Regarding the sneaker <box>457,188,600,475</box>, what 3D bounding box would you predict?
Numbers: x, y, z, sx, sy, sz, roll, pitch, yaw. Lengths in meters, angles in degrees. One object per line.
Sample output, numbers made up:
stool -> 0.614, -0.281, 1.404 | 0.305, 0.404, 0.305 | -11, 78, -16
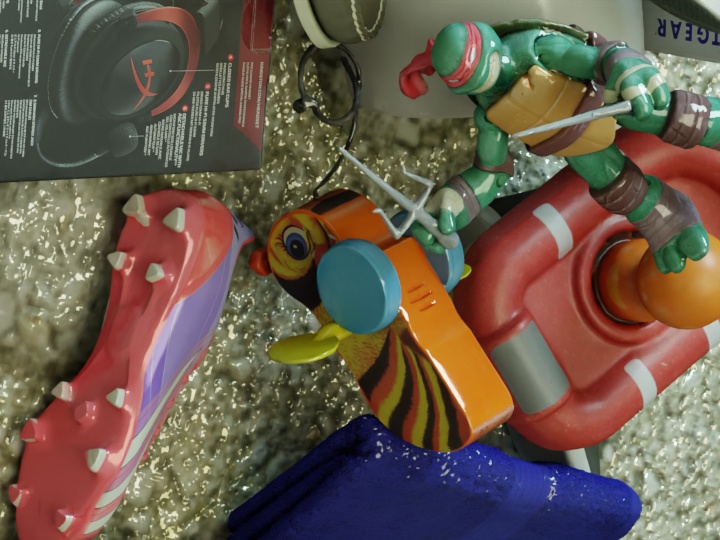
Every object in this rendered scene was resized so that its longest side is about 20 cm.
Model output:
sneaker -> 0.126, 0.040, 1.463 | 0.099, 0.071, 0.201 | -25, 109, -23

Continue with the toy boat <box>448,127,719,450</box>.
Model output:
toy boat -> 0.151, 0.003, 1.366 | 0.200, 0.131, 0.131 | -38, 107, -21

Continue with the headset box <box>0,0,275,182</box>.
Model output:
headset box -> -0.124, -0.123, 1.245 | 0.199, 0.075, 0.150 | -6, 106, -38

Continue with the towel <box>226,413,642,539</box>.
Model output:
towel -> 0.035, 0.135, 1.397 | 0.199, 0.050, 0.148 | 17, 133, -38

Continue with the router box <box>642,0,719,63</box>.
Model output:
router box -> 0.163, -0.206, 1.360 | 0.049, 0.200, 0.181 | -9, 104, -32

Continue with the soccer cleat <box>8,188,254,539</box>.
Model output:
soccer cleat -> -0.112, 0.056, 1.310 | 0.076, 0.066, 0.201 | 22, 88, -51

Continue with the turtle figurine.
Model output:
turtle figurine -> 0.096, -0.069, 1.220 | 0.199, 0.150, 0.101 | 18, 55, -30

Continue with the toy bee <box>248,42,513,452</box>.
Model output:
toy bee -> 0.000, 0.000, 1.309 | 0.130, 0.108, 0.202 | 1, 74, -39

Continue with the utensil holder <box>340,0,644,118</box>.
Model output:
utensil holder -> 0.058, -0.195, 1.311 | 0.169, 0.170, 0.201 | -20, 112, -30

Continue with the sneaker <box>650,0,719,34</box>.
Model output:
sneaker -> 0.126, -0.188, 1.217 | 0.200, 0.070, 0.081 | 31, 89, -35

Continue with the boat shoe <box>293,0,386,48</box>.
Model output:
boat shoe -> -0.001, -0.190, 1.199 | 0.072, 0.060, 0.203 | -67, 159, -51
